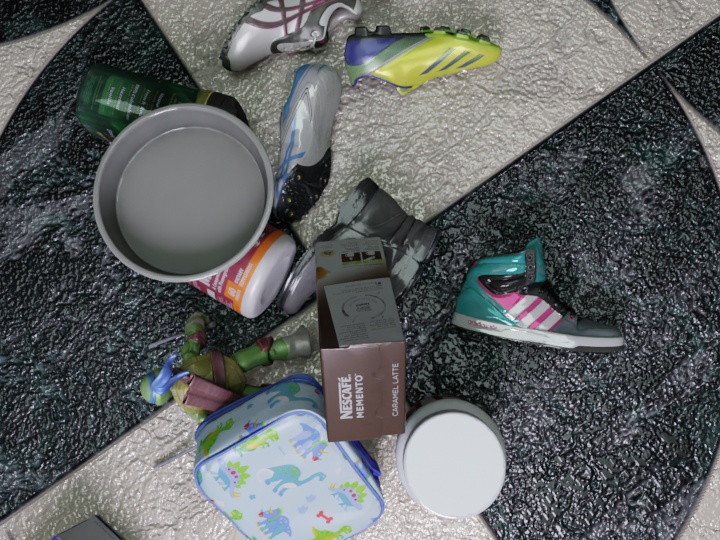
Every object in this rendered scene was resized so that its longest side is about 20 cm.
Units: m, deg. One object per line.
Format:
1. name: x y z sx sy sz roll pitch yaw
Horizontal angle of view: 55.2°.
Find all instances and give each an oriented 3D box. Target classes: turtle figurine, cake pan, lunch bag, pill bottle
1. turtle figurine: -0.160 0.125 0.820 0.191 0.201 0.145 -3 58 -16
2. cake pan: -0.191 -0.084 0.760 0.197 0.037 0.203 0 79 2
3. lunch bag: -0.071 0.218 0.748 0.160 0.083 0.201 -29 120 6
4. pill bottle: 0.093 0.193 0.728 0.113 0.200 0.116 -1 82 4
5. pill bottle: -0.186 -0.036 0.825 0.199 0.110 0.110 29 85 7

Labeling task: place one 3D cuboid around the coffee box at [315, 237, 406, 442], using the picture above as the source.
1. coffee box: -0.004 0.063 0.717 0.079 0.201 0.116 -5 120 -3

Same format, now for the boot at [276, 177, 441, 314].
1. boot: 0.000 0.000 0.832 0.131 0.070 0.201 39 93 0

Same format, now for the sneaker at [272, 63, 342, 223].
1. sneaker: -0.075 -0.159 0.864 0.072 0.072 0.203 13 89 41

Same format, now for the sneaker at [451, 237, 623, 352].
1. sneaker: 0.214 0.024 0.807 0.197 0.084 0.122 10 92 6

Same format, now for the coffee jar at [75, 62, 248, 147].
1. coffee jar: -0.238 -0.187 0.853 0.198 0.104 0.086 15 82 6

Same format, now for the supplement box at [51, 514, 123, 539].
1. supplement box: -0.350 0.400 0.780 0.101 0.103 0.201 38 88 7

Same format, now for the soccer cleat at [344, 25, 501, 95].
1. soccer cleat: 0.078 -0.266 0.874 0.197 0.065 0.085 1 111 0

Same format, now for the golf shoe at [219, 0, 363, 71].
1. golf shoe: -0.089 -0.311 0.877 0.199 0.077 0.088 -39 88 -2
